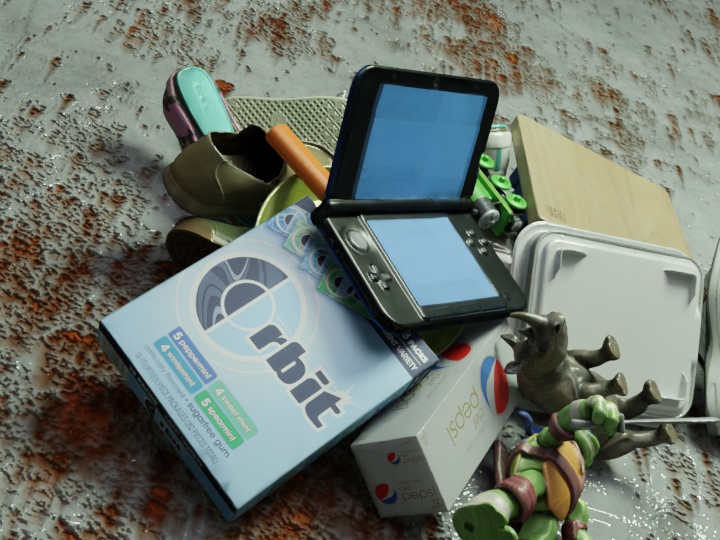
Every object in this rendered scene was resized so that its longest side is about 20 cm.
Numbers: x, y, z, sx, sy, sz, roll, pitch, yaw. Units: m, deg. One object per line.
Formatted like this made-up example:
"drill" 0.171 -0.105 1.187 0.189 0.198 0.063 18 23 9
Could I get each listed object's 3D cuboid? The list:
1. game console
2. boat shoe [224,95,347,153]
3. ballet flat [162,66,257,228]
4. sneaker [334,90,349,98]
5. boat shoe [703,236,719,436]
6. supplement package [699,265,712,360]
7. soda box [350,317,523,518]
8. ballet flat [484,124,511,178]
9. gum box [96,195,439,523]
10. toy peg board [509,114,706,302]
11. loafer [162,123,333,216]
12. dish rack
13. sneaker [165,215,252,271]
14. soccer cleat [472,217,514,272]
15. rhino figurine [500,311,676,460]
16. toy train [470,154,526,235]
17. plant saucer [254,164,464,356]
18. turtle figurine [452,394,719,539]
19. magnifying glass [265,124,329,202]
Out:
"game console" 0.068 -0.056 0.922 0.199 0.118 0.171 -5 56 -50
"boat shoe" -0.056 -0.141 1.195 0.198 0.075 0.062 7 -8 5
"ballet flat" -0.137 -0.104 1.109 0.069 0.071 0.201 -17 68 -32
"sneaker" 0.024 -0.111 1.238 0.199 0.078 0.091 34 52 22
"boat shoe" 0.362 0.057 1.095 0.064 0.204 0.074 2 -13 19
"supplement package" 0.455 0.045 1.140 0.146 0.201 0.192 6 37 -22
"soda box" 0.071 0.113 0.930 0.200 0.063 0.069 -44 115 -54
"ballet flat" 0.107 -0.123 1.267 0.069 0.070 0.200 8 1 -20
"gum box" -0.068 0.061 0.871 0.199 0.045 0.170 -34 77 -27
"toy peg board" 0.229 -0.035 1.188 0.198 0.098 0.201 24 33 -16
"loafer" -0.082 -0.089 1.029 0.199 0.067 0.076 -13 65 -48
"dish rack" 0.230 0.051 1.050 0.198 0.173 0.043 10 -8 -19
"sneaker" -0.067 0.001 1.015 0.199 0.067 0.090 31 46 1
"soccer cleat" 0.089 -0.038 1.125 0.077 0.069 0.200 1 46 -53
"rhino figurine" 0.180 0.095 0.962 0.200 0.087 0.060 43 35 -33
"toy train" 0.094 -0.109 1.131 0.056 0.042 0.201 -1 44 -36
"plant saucer" 0.000 0.000 0.982 0.198 0.031 0.201 12 54 -17
"turtle figurine" 0.169 0.176 0.856 0.199 0.145 0.193 34 40 23
"magnifying glass" -0.011 -0.047 0.966 0.200 0.022 0.079 51 32 16
